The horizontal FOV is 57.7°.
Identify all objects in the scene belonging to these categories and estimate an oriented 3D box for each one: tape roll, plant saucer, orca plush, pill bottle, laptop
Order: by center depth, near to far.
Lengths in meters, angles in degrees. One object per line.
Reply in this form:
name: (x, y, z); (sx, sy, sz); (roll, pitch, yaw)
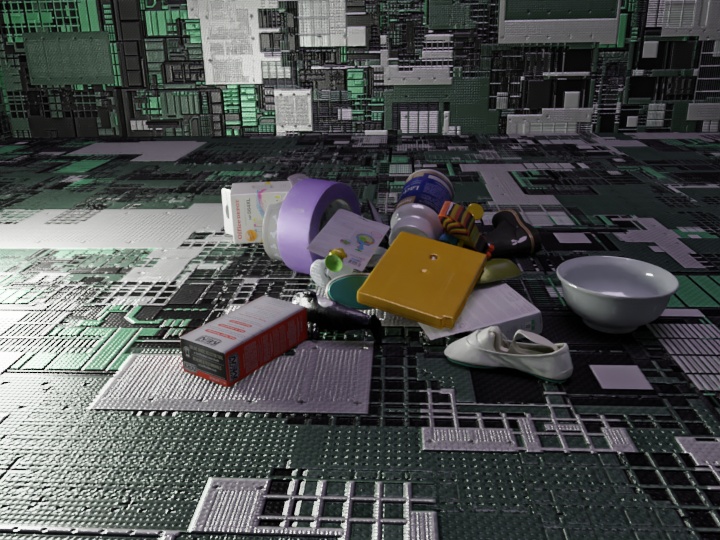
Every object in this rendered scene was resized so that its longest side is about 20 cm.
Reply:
orca plush: (-0.053, 0.095, 1.123); (0.198, 0.105, 0.072); (20, 72, 26)
plant saucer: (0.216, 0.002, 1.285); (0.196, 0.032, 0.200); (-7, 5, 1)
tape roll: (-0.084, -0.089, 1.379); (0.084, 0.203, 0.199); (11, 23, 29)
pill bottle: (0.128, -0.116, 1.388); (0.114, 0.117, 0.201); (5, 42, 16)
laptop: (0.119, -0.095, 1.517); (0.115, 0.201, 0.188); (-34, 19, 7)

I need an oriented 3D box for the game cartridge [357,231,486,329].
game cartridge: (0.112, 0.014, 1.156); (0.174, 0.033, 0.201); (17, 43, 21)

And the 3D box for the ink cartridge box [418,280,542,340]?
ink cartridge box: (0.193, 0.082, 1.147); (0.197, 0.051, 0.161); (-15, 23, -9)

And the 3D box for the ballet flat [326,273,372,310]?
ballet flat: (0.033, 0.035, 1.225); (0.196, 0.071, 0.070); (-7, 21, -6)

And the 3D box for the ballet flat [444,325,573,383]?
ballet flat: (0.226, 0.118, 1.002); (0.197, 0.071, 0.069); (9, 22, 25)

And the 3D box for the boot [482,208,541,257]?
boot: (0.322, -0.090, 1.554); (0.136, 0.079, 0.200); (-11, 21, -11)

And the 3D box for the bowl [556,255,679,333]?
bowl: (0.441, 0.049, 1.140); (0.197, 0.092, 0.202); (0, 20, 0)

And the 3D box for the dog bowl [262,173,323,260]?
dog bowl: (-0.135, -0.110, 1.452); (0.058, 0.203, 0.199); (20, 27, 24)

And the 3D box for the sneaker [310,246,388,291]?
sneaker: (0.000, 0.000, 1.324); (0.196, 0.076, 0.115); (5, 20, 2)

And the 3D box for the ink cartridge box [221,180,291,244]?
ink cartridge box: (-0.249, -0.147, 1.649); (0.196, 0.131, 0.125); (-4, 20, -7)

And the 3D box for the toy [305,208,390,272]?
toy: (-0.023, -0.050, 1.269); (0.114, 0.048, 0.200); (21, 29, 8)

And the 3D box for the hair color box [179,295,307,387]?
hair color box: (-0.183, 0.108, 1.055); (0.100, 0.062, 0.199); (12, 23, 31)

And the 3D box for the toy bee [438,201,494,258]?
toy bee: (0.221, -0.071, 1.330); (0.107, 0.133, 0.200); (20, 2, 19)
